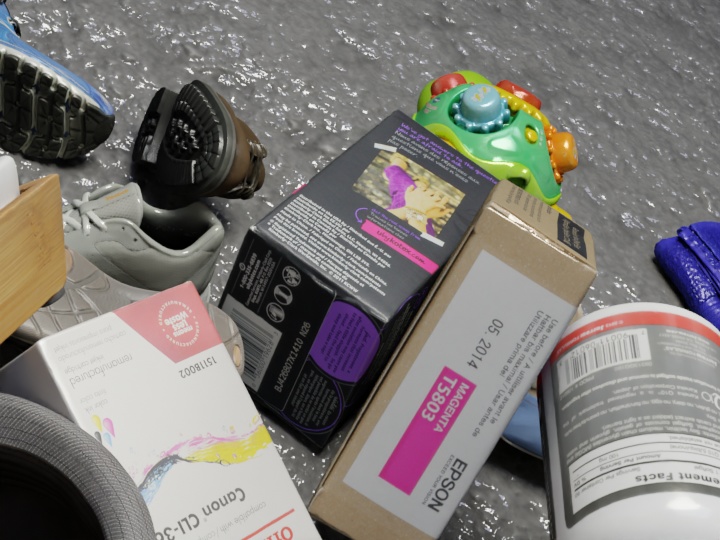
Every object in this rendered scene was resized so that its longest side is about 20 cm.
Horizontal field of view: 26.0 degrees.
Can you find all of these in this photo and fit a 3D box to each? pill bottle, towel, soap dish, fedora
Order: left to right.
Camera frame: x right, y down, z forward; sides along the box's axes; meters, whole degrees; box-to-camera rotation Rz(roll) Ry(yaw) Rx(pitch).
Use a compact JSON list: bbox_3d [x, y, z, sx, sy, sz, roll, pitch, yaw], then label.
[{"bbox_3d":[-0.257,0.025,0.797,0.082,0.198,0.158,62,34,-17],"label":"soap dish"},{"bbox_3d":[-0.179,0.161,0.740,0.199,0.091,0.177,30,60,32],"label":"fedora"},{"bbox_3d":[0.156,0.125,0.826,0.115,0.116,0.201,17,43,-15],"label":"pill bottle"},{"bbox_3d":[0.342,0.040,1.260,0.146,0.050,0.201,-2,48,-33],"label":"towel"}]

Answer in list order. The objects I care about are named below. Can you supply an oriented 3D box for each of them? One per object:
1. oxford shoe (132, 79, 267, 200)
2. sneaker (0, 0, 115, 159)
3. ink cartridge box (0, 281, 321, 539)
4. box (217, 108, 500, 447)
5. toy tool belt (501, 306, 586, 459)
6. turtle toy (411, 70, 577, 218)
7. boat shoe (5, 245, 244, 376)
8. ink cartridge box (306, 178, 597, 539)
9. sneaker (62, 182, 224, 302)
[{"bbox_3d":[-0.094,-0.082,1.043,0.084,0.073,0.200,22,6,-18],"label":"oxford shoe"},{"bbox_3d":[-0.252,-0.153,1.075,0.199,0.079,0.089,31,40,2],"label":"sneaker"},{"bbox_3d":[-0.099,0.120,0.822,0.116,0.067,0.202,-24,85,-49],"label":"ink cartridge box"},{"bbox_3d":[0.000,0.000,1.028,0.106,0.123,0.200,35,38,10],"label":"box"},{"bbox_3d":[0.142,0.062,1.039,0.198,0.124,0.125,25,12,-6],"label":"toy tool belt"},{"bbox_3d":[0.090,-0.096,1.186,0.145,0.102,0.200,27,5,-23],"label":"turtle toy"},{"bbox_3d":[-0.168,0.041,0.920,0.198,0.073,0.075,23,43,-18],"label":"boat shoe"},{"bbox_3d":[0.057,0.055,0.903,0.075,0.201,0.165,31,11,1],"label":"ink cartridge box"},{"bbox_3d":[-0.177,-0.021,0.965,0.198,0.092,0.076,3,45,-29],"label":"sneaker"}]
